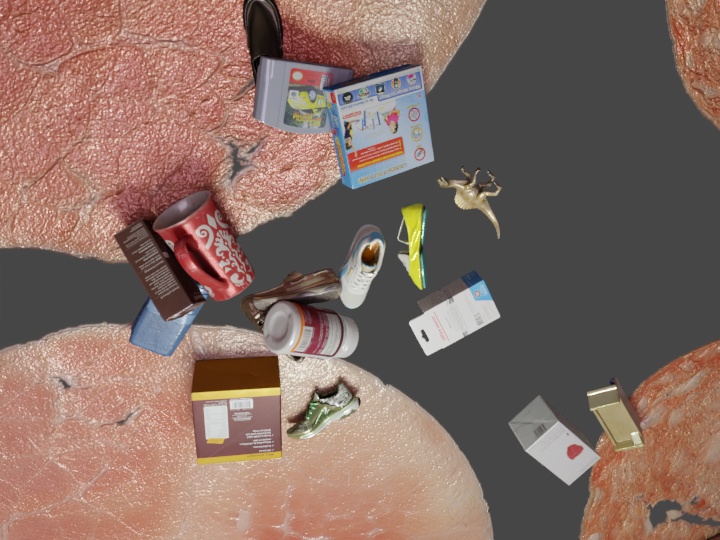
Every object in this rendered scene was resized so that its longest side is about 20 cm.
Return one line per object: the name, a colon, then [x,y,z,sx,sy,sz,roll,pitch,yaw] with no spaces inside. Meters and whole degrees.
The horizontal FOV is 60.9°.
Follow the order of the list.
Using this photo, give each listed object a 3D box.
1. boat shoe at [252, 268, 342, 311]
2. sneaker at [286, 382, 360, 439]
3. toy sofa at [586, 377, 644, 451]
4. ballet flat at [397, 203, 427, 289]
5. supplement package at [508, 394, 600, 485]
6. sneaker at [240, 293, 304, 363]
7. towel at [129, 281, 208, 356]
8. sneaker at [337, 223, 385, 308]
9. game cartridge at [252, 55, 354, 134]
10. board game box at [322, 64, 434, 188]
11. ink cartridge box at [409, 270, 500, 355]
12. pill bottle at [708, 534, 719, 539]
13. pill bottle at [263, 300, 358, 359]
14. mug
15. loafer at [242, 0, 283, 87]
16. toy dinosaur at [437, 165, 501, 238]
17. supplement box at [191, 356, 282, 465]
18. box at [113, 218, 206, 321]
boat shoe: [-0.143,0.041,1.369,0.199,0.072,0.076,-10,157,-13]
sneaker: [-0.103,0.340,1.516,0.199,0.077,0.089,-30,103,-2]
toy sofa: [0.699,0.395,1.681,0.083,0.098,0.200,-23,119,28]
ballet flat: [0.117,-0.055,1.382,0.067,0.067,0.201,3,112,12]
supplement package: [0.520,0.455,1.644,0.200,0.120,0.121,39,101,-23]
sneaker: [-0.191,0.132,1.395,0.070,0.076,0.200,-42,115,10]
towel: [-0.420,0.090,1.349,0.111,0.049,0.200,29,105,-19]
sneaker: [0.000,0.000,1.368,0.076,0.081,0.201,10,113,-16]
game cartridge: [-0.108,-0.333,1.185,0.199,0.041,0.134,-5,121,-34]
board game box: [0.041,-0.290,1.229,0.199,0.056,0.197,-21,117,-20]
ink cartridge box: [0.215,0.101,1.460,0.199,0.067,0.116,-28,116,2]
pill bottle: [1.168,0.918,1.974,0.199,0.112,0.112,-26,116,2]
pill bottle: [-0.105,0.136,1.359,0.200,0.114,0.114,16,113,-45]
mug: [-0.323,-0.032,1.254,0.133,0.178,0.200,-6,127,34]
loafer: [-0.175,-0.419,1.154,0.073,0.071,0.201,-10,115,-6]
toy dinosaur: [0.263,-0.169,1.365,0.200,0.058,0.101,36,118,-14]
supplement box: [-0.284,0.325,1.432,0.196,0.133,0.201,-2,114,-10]
box: [-0.403,-0.001,1.241,0.075,0.100,0.201,-29,90,2]
